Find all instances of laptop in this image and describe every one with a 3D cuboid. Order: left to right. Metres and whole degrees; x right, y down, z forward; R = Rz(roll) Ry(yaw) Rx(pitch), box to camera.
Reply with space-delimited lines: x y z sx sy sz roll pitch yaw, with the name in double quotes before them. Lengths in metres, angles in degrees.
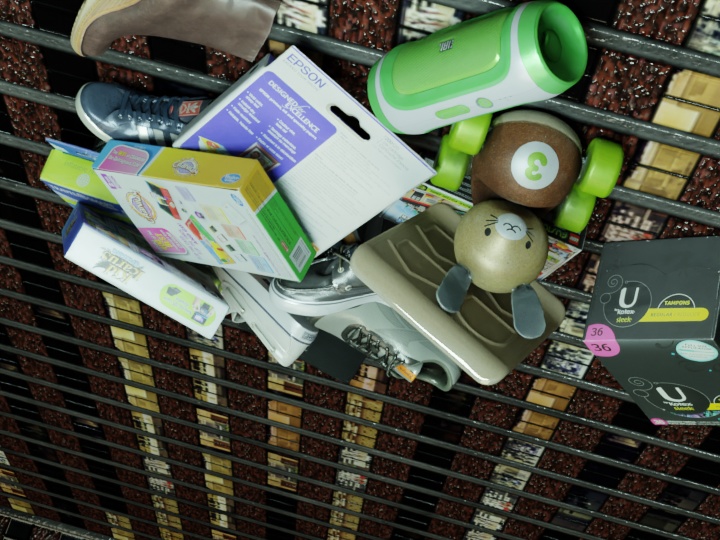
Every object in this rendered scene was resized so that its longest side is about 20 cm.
"laptop" -0.018 0.039 1.809 0.177 0.201 0.103 30 -172 -25

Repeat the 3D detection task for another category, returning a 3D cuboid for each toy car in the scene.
"toy car" 0.142 -0.040 1.435 0.163 0.201 0.158 18 155 -3

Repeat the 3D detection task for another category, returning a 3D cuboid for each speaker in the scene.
"speaker" 0.100 -0.177 1.316 0.199 0.089 0.088 -11 143 45

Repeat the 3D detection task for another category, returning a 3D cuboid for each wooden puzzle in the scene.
"wooden puzzle" 0.095 0.026 1.472 0.185 0.200 0.046 41 121 10

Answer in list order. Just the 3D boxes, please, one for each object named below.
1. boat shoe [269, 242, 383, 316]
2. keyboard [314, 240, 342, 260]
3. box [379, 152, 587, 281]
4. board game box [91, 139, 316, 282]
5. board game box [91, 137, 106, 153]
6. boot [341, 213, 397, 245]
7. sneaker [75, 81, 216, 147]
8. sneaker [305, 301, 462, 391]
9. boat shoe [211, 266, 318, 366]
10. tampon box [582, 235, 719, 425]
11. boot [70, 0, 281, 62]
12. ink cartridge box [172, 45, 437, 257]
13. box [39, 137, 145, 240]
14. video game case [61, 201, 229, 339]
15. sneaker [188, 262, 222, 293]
"boat shoe" 0.000 0.000 1.609 0.199 0.070 0.066 -3 133 -5
"keyboard" -0.126 -0.041 1.627 0.199 0.040 0.104 26 152 -14
"box" 0.131 -0.055 1.606 0.199 0.035 0.110 22 155 -11
"board game box" -0.162 -0.062 1.540 0.199 0.040 0.153 11 148 33
"board game box" -0.193 -0.109 1.705 0.200 0.028 0.135 31 152 -28
"boot" -0.078 -0.067 1.663 0.199 0.069 0.188 -7 152 33
"sneaker" -0.197 -0.160 1.564 0.199 0.075 0.085 19 148 -19
"sneaker" 0.033 0.078 1.681 0.199 0.080 0.074 19 146 -17
"boat shoe" -0.132 0.032 1.762 0.200 0.066 0.072 43 -165 21
"tampon box" 0.356 0.069 1.609 0.149 0.127 0.200 -4 148 36
"boot" -0.176 -0.229 1.397 0.166 0.073 0.200 25 150 -12
"ink cartridge box" -0.053 -0.121 1.493 0.198 0.044 0.200 40 132 -21
"box" -0.286 -0.081 1.754 0.121 0.048 0.200 17 165 25
"video game case" -0.243 -0.003 1.655 0.181 0.046 0.200 32 -179 -15
"sneaker" -0.131 0.030 1.897 0.199 0.075 0.085 24 155 -15
